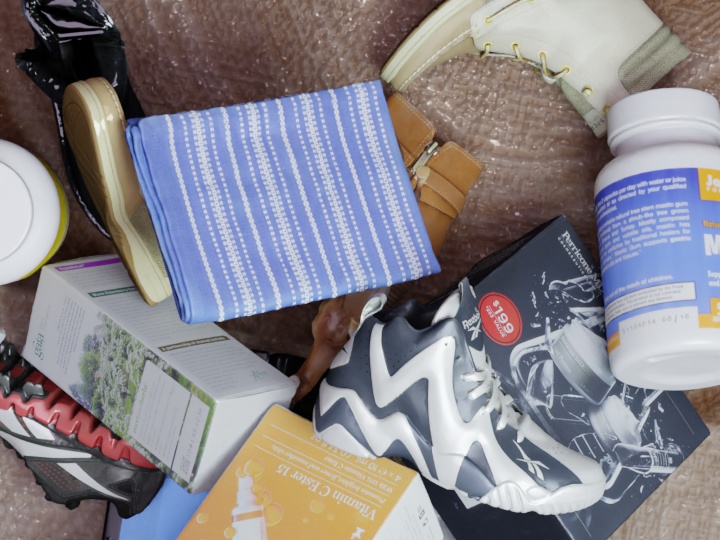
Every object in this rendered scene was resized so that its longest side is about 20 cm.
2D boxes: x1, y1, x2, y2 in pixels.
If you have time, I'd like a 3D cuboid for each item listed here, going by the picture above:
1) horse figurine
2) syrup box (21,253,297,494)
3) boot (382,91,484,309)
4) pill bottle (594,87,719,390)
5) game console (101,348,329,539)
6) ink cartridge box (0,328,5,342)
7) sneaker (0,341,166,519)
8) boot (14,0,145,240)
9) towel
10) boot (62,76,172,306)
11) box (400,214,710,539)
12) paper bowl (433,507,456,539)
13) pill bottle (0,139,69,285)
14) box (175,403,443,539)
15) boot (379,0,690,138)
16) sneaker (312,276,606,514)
[{"bbox_3d":[0.000,0.000,1.656,0.050,0.133,0.200,22,61,-1],"label":"horse figurine"},{"bbox_3d":[-0.146,0.070,1.664,0.200,0.081,0.079,35,120,35],"label":"syrup box"},{"bbox_3d":[-0.020,-0.072,1.737,0.200,0.074,0.155,36,89,-16],"label":"boot"},{"bbox_3d":[0.225,-0.024,1.674,0.112,0.112,0.200,-1,71,-4],"label":"pill bottle"},{"bbox_3d":[-0.093,0.158,1.715,0.118,0.171,0.200,8,91,-31],"label":"game console"},{"bbox_3d":[-0.375,0.080,1.679,0.147,0.083,0.200,35,88,26],"label":"ink cartridge box"},{"bbox_3d":[-0.228,0.120,1.720,0.200,0.071,0.098,22,114,10],"label":"sneaker"},{"bbox_3d":[-0.187,-0.106,1.674,0.076,0.168,0.200,-20,93,-3],"label":"boot"},{"bbox_3d":[-0.050,-0.048,1.555,0.200,0.024,0.145,-12,78,-30],"label":"towel"},{"bbox_3d":[-0.110,-0.079,1.609,0.155,0.073,0.200,-26,135,-9],"label":"boot"},{"bbox_3d":[0.122,0.095,1.688,0.182,0.104,0.200,-38,95,-44],"label":"box"},{"bbox_3d":[0.061,0.269,1.731,0.201,0.104,0.201,0,92,-5],"label":"paper bowl"},{"bbox_3d":[-0.261,-0.041,1.654,0.104,0.200,0.104,0,91,-5],"label":"pill bottle"},{"bbox_3d":[-0.054,0.211,1.575,0.124,0.098,0.200,23,65,27],"label":"box"},{"bbox_3d":[0.130,-0.158,1.747,0.200,0.072,0.155,-37,96,-3],"label":"boot"},{"bbox_3d":[0.078,0.075,1.546,0.199,0.079,0.130,19,106,10],"label":"sneaker"}]
